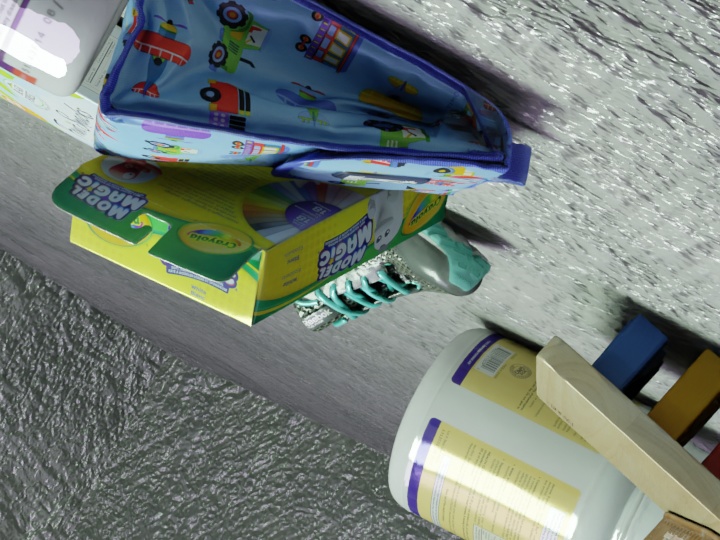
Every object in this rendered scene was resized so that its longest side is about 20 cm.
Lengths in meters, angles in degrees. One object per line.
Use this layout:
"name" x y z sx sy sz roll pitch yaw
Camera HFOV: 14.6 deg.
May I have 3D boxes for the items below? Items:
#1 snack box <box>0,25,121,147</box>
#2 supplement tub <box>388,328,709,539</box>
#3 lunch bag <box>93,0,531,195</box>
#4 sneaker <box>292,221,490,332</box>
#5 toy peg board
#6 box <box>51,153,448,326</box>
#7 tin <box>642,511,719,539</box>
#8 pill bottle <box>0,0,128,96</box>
"snack box" -0.144 -0.103 1.672 0.142 0.053 0.200 30 173 -5
"supplement tub" 0.136 0.143 2.007 0.200 0.146 0.145 26 173 18
"lunch bag" -0.016 -0.079 1.303 0.200 0.094 0.151 16 174 -5
"sneaker" 0.000 0.000 1.711 0.078 0.091 0.200 32 172 -35
"toy peg board" 0.211 0.095 1.691 0.199 0.098 0.200 43 175 9
"box" -0.053 -0.034 1.395 0.117 0.048 0.200 25 -151 27
"tin" 0.225 0.200 1.703 0.112 0.042 0.200 48 175 -5
"pill bottle" -0.177 -0.162 1.120 0.200 0.112 0.111 28 173 -6
